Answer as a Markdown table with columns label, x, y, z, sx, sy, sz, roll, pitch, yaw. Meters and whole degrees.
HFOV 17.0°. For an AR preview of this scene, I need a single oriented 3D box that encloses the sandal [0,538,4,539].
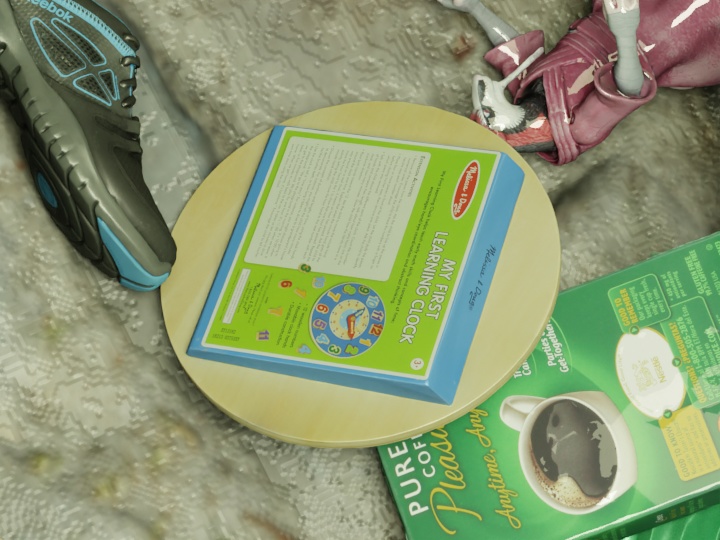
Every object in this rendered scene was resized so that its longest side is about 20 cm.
| label | x | y | z | sx | sy | sz | roll | pitch | yaw |
| --- | --- | --- | --- | --- | --- | --- | --- | --- | --- |
| sandal | -0.218 | 0.128 | 1.104 | 0.212 | 0.070 | 0.078 | 30 | 67 | -1 |

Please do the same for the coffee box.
| label | x | y | z | sx | sy | sz | roll | pitch | yaw |
| --- | --- | --- | --- | --- | --- | --- | --- | --- | --- |
| coffee box | 0.107 | 0.072 | 1.174 | 0.200 | 0.044 | 0.123 | -22 | 73 | 2 |

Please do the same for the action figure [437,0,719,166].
| label | x | y | z | sx | sy | sz | roll | pitch | yaw |
| --- | --- | --- | --- | --- | --- | --- | --- | --- | --- |
| action figure | 0.131 | -0.111 | 1.271 | 0.200 | 0.134 | 0.149 | -40 | 126 | -10 |

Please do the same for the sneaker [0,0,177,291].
| label | x | y | z | sx | sy | sz | roll | pitch | yaw |
| --- | --- | --- | --- | --- | --- | --- | --- | --- | --- |
| sneaker | -0.135 | -0.085 | 1.197 | 0.082 | 0.073 | 0.200 | -26 | 79 | -21 |

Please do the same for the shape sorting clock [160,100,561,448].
| label | x | y | z | sx | sy | sz | roll | pitch | yaw |
| --- | --- | --- | --- | --- | --- | --- | --- | --- | --- |
| shape sorting clock | 0.000 | 0.000 | 1.187 | 0.200 | 0.039 | 0.200 | -7 | 54 | 11 |

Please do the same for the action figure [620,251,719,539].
| label | x | y | z | sx | sy | sz | roll | pitch | yaw |
| --- | --- | --- | --- | --- | --- | --- | --- | --- | --- |
| action figure | 0.172 | 0.103 | 1.209 | 0.118 | 0.055 | 0.200 | 20 | 71 | -7 |
